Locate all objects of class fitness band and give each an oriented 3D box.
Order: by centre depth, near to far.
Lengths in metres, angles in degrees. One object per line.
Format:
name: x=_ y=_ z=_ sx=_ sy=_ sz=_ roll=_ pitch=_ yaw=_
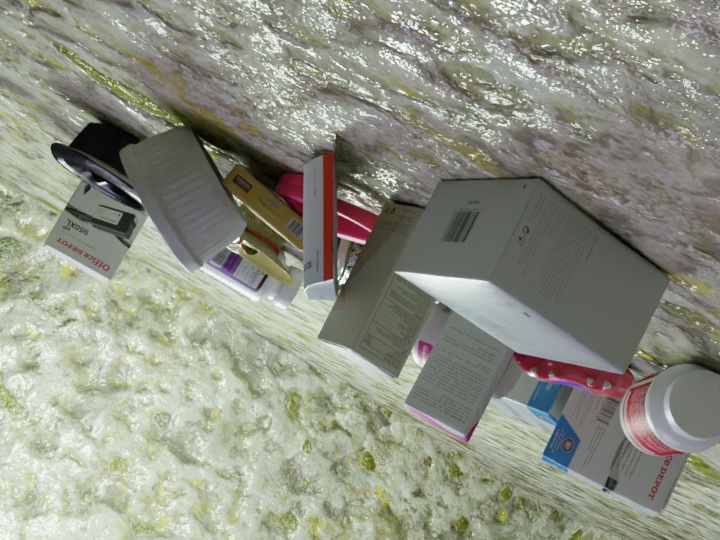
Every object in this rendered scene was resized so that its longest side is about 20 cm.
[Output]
fitness band: x=-0.036 y=-0.080 z=1.634 sx=0.200 sy=0.037 sz=0.144 roll=18 pitch=166 yaw=47

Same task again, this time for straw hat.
straw hat: x=-0.164 y=-0.066 z=1.892 sx=0.201 sy=0.085 sz=0.201 roll=33 pitch=169 yaw=7

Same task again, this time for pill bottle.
pill bottle: x=0.411 y=0.181 z=1.522 sx=0.112 sy=0.112 sz=0.200 roll=27 pitch=170 yaw=4
pill bottle: x=0.153 y=0.118 z=1.872 sx=0.200 sy=0.113 sz=0.113 roll=22 pitch=167 yaw=31
pill bottle: x=-0.208 y=-0.011 z=2.189 sx=0.200 sy=0.112 sz=0.111 roll=31 pitch=169 yaw=-14

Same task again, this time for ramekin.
ramekin: x=-0.243 y=-0.107 z=1.661 sx=0.200 sy=0.105 sz=0.200 roll=61 pitch=179 yaw=2

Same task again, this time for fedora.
fedora: x=-0.406 y=-0.180 z=1.946 sx=0.200 sy=0.092 sz=0.201 roll=27 pitch=169 yaw=5

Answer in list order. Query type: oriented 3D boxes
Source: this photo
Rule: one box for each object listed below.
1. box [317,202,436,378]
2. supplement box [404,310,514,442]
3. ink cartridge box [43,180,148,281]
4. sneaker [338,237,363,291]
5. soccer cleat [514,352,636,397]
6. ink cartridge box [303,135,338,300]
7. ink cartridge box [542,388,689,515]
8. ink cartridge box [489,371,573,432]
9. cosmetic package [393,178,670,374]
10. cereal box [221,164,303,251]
box: x=0.039 y=0.024 z=1.489 sx=0.095 sy=0.200 sz=0.078 roll=36 pitch=167 yaw=-37
supplement box: x=0.157 y=0.137 z=1.721 sx=0.103 sy=0.200 sz=0.101 roll=25 pitch=169 yaw=14
ink cartridge box: x=-0.498 y=-0.097 z=2.275 sx=0.145 sy=0.200 sz=0.084 roll=30 pitch=170 yaw=-14
sneaker: x=0.000 y=0.000 z=1.842 sx=0.089 sy=0.077 sz=0.200 roll=18 pitch=170 yaw=7
soccer cleat: x=0.315 y=0.146 z=1.746 sx=0.200 sy=0.067 sz=0.076 roll=14 pitch=167 yaw=44
ink cartridge box: x=-0.051 y=-0.060 z=1.440 sx=0.057 sy=0.163 sz=0.200 roll=-2 pitch=168 yaw=4
ink cartridge box: x=0.406 y=0.277 z=1.858 sx=0.200 sy=0.145 sz=0.084 roll=26 pitch=171 yaw=13
ink cartridge box: x=0.291 y=0.209 z=2.033 sx=0.200 sy=0.084 sz=0.145 roll=18 pitch=166 yaw=43
cosmetic package: x=0.179 y=0.005 z=1.265 sx=0.200 sy=0.123 sz=0.199 roll=32 pitch=169 yaw=-24
cereal box: x=-0.124 y=-0.083 z=1.690 sx=0.144 sy=0.040 sz=0.200 roll=40 pitch=178 yaw=2
